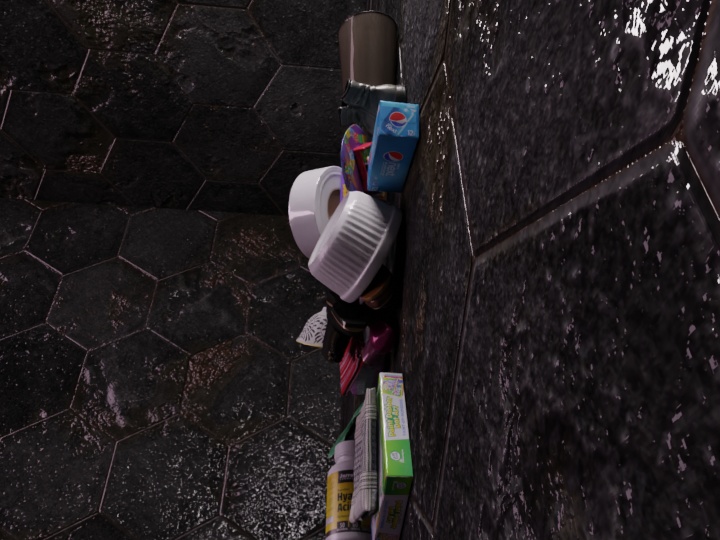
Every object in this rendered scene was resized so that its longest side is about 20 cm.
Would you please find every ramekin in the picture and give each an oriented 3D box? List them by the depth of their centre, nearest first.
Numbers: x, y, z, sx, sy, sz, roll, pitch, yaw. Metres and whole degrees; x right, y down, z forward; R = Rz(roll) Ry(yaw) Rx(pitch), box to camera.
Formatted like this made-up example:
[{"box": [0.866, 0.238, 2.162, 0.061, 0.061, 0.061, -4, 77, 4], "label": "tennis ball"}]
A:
[{"box": [-0.016, -0.051, 1.127, 0.202, 0.104, 0.201, -58, 9, 15], "label": "ramekin"}]

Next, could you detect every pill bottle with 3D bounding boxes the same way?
[{"box": [-0.015, 0.457, 1.222, 0.112, 0.109, 0.202, 98, 173, -50], "label": "pill bottle"}]

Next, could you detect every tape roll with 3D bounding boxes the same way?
[{"box": [-0.071, -0.121, 1.319, 0.202, 0.070, 0.206, 17, -109, -58], "label": "tape roll"}]

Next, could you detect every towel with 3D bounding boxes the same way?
[{"box": [0.004, 0.316, 1.018, 0.201, 0.034, 0.195, 99, 173, -62], "label": "towel"}, {"box": [-0.027, 0.139, 1.263, 0.145, 0.022, 0.202, 114, 156, -47], "label": "towel"}]

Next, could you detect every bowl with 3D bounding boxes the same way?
[{"box": [-0.058, 0.144, 1.515, 0.201, 0.197, 0.096, 153, 124, -86], "label": "bowl"}]

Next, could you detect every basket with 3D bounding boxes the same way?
[{"box": [0.018, -0.439, 1.355, 0.180, 0.134, 0.204, 143, 127, -78], "label": "basket"}]

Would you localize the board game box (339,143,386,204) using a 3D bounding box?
[{"box": [0.008, -0.161, 1.346, 0.134, 0.044, 0.203, 25, -117, -56], "label": "board game box"}]

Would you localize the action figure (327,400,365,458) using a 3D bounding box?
[{"box": [0.004, 0.329, 1.302, 0.118, 0.055, 0.202, -30, -29, -46], "label": "action figure"}]

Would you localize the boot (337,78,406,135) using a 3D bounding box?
[{"box": [0.016, -0.296, 1.211, 0.201, 0.128, 0.068, 98, 174, -52], "label": "boot"}]

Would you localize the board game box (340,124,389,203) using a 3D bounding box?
[{"box": [0.027, -0.221, 1.302, 0.200, 0.038, 0.161, 36, -125, -53], "label": "board game box"}]

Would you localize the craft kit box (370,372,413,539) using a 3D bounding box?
[{"box": [0.044, 0.307, 0.975, 0.201, 0.048, 0.200, -92, 4, -53], "label": "craft kit box"}]

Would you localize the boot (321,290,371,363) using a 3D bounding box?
[{"box": [-0.032, 0.129, 1.153, 0.200, 0.076, 0.141, -121, 42, -77], "label": "boot"}]

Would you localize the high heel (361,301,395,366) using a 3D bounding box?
[{"box": [0.046, 0.087, 1.161, 0.097, 0.067, 0.201, -56, 20, 33], "label": "high heel"}]

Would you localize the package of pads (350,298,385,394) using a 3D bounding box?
[{"box": [0.012, 0.158, 1.334, 0.121, 0.074, 0.202, 104, 169, -50], "label": "package of pads"}]

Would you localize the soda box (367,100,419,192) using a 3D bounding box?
[{"box": [0.053, -0.208, 1.047, 0.200, 0.067, 0.065, 104, 169, -72], "label": "soda box"}]

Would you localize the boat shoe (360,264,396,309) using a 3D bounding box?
[{"box": [0.040, 0.034, 1.146, 0.071, 0.070, 0.200, 56, -170, -13], "label": "boat shoe"}]
